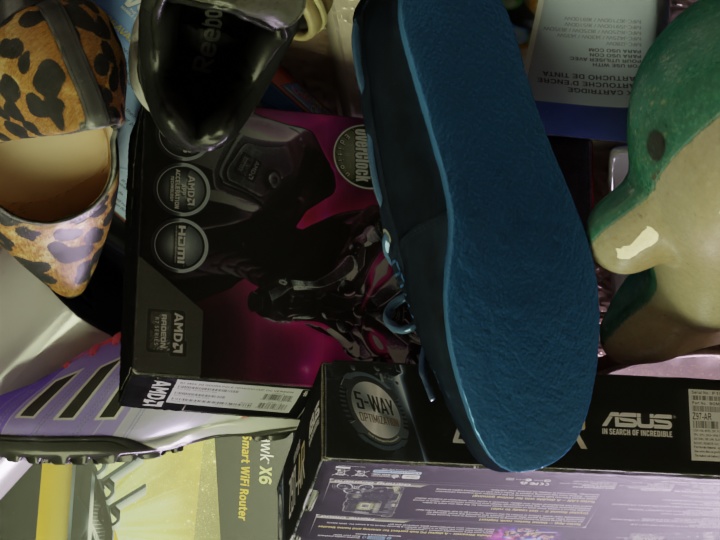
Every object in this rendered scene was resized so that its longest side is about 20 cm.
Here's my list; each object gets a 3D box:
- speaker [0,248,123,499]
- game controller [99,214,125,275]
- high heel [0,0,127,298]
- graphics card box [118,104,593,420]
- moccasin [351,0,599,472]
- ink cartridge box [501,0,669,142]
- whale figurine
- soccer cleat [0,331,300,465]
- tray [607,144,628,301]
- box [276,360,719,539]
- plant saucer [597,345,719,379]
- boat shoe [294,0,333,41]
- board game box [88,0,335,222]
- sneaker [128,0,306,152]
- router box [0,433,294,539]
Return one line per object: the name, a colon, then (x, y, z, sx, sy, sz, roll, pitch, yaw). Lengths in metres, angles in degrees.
speaker: (-0.188, 0.070, 1.366, 0.081, 0.081, 0.200, 34, 110, -27)
game controller: (-0.089, -0.035, 1.324, 0.200, 0.042, 0.104, 34, 126, -28)
high heel: (-0.120, -0.036, 1.166, 0.071, 0.143, 0.200, -19, 131, -13)
graphics card box: (0.000, 0.000, 1.217, 0.199, 0.126, 0.051, 5, 160, -10)
moccasin: (0.044, -0.022, 1.128, 0.080, 0.201, 0.068, -8, 179, -28)
ink cartridge box: (0.062, -0.110, 1.156, 0.119, 0.042, 0.200, 7, 147, 11)
whale figurine: (0.150, -0.040, 1.158, 0.159, 0.104, 0.200, -15, 155, -25)
soccer cleat: (-0.081, 0.045, 1.298, 0.199, 0.073, 0.068, -8, 180, 3)
tray: (0.166, 0.003, 1.291, 0.107, 0.022, 0.200, 4, 145, 9)
box: (0.071, 0.090, 1.211, 0.199, 0.044, 0.160, 3, 157, -7)
plant saucer: (0.128, 0.098, 1.339, 0.200, 0.037, 0.201, -8, 135, -9)
boat shoe: (-0.093, -0.158, 1.117, 0.200, 0.063, 0.073, 29, 143, -22)
board game box: (-0.089, -0.072, 1.247, 0.103, 0.019, 0.200, -32, 125, 25)
sneaker: (-0.042, -0.130, 1.056, 0.066, 0.091, 0.201, 10, 113, -10)
router box: (-0.107, 0.120, 1.449, 0.157, 0.052, 0.201, 8, 116, 9)
